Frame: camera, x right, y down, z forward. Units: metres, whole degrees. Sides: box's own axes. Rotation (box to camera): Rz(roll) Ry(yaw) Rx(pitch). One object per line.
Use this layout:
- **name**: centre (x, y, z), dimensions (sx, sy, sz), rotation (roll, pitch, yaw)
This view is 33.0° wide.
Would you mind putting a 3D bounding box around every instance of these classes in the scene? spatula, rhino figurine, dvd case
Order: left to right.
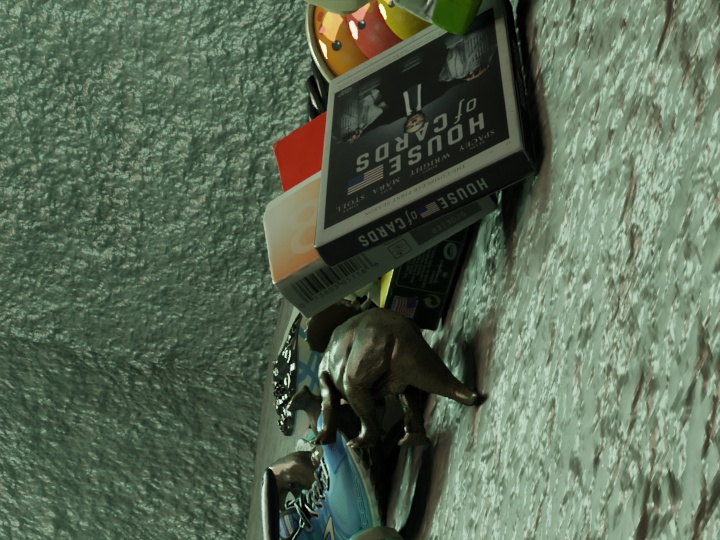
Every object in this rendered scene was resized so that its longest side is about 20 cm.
- **spatula**: centre (-0.057, 0.244, 0.903), dimensions (0.057, 0.020, 0.203), rotation (118, 144, -59)
- **rhino figurine**: centre (-0.017, 0.124, 0.984), dimensions (0.202, 0.087, 0.060), rotation (-59, -5, 19)
- **dvd case**: centre (0.040, -0.100, 0.814), dimensions (0.025, 0.149, 0.202), rotation (51, -155, -32)

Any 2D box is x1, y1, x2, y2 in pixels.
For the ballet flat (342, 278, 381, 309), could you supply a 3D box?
- **ballet flat**: centre (0.000, 0.000, 1.010), dimensions (0.069, 0.063, 0.200), rotation (-46, -25, 7)

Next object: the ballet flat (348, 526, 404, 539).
- **ballet flat**: centre (0.002, 0.273, 0.867), dimensions (0.064, 0.066, 0.203), rotation (45, 135, 44)

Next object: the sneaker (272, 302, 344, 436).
- **sneaker**: centre (-0.035, 0.052, 1.100), dimensions (0.072, 0.071, 0.203), rotation (145, 138, -67)

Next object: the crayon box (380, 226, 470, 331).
- **crayon box**: centre (0.052, -0.068, 0.977), dimensions (0.202, 0.050, 0.128), rotation (-88, 10, -49)

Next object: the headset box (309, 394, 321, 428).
- **headset box**: centre (-0.014, 0.063, 1.264), dimensions (0.200, 0.074, 0.151), rotation (-105, 26, -75)

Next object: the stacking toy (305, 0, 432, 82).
- **stacking toy**: centre (0.048, -0.240, 1.076), dimensions (0.199, 0.144, 0.149), rotation (-26, 53, 62)

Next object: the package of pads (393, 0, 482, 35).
- **package of pads**: centre (0.085, -0.284, 0.805), dimensions (0.201, 0.067, 0.156), rotation (108, -177, -52)

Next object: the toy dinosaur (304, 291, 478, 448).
- **toy dinosaur**: centre (0.008, 0.066, 0.831), dimensions (0.199, 0.076, 0.104), rotation (173, 93, -67)

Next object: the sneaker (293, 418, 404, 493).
- **sneaker**: centre (-0.010, 0.153, 1.092), dimensions (0.121, 0.082, 0.204), rotation (-127, 45, -69)

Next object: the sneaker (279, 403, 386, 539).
- **sneaker**: centre (-0.023, 0.191, 0.934), dimensions (0.079, 0.088, 0.203), rotation (-90, -2, -57)

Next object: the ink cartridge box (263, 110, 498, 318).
- **ink cartridge box**: centre (0.002, -0.082, 0.879), dimensions (0.050, 0.161, 0.202), rotation (47, -160, -43)

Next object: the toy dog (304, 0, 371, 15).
- **toy dog**: centre (0.006, -0.302, 0.872), dimensions (0.194, 0.138, 0.203), rotation (45, -118, -55)

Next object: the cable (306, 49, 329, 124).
- **cable**: centre (-0.018, -0.129, 1.243), dimensions (0.202, 0.050, 0.164), rotation (67, -151, -26)
